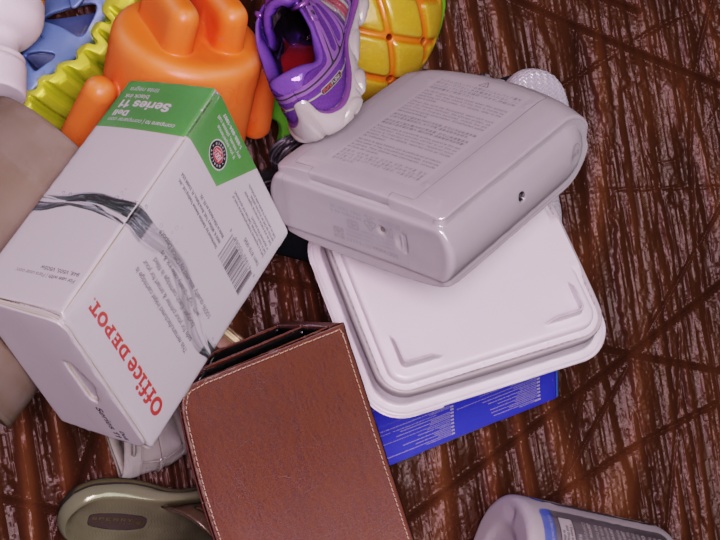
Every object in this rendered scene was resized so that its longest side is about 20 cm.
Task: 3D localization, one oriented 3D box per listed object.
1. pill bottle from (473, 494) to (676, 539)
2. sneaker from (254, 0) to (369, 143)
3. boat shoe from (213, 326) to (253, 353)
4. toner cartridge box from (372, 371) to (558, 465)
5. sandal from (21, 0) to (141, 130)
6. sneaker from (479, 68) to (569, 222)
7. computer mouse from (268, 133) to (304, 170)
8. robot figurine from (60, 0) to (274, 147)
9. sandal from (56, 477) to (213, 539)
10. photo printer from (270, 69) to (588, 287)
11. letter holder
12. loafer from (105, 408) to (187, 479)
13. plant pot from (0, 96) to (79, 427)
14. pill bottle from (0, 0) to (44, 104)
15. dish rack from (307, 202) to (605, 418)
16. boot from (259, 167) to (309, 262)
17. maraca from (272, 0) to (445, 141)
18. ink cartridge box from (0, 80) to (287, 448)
[{"bbox_3d":[0.202,0.263,1.245,0.199,0.114,0.114,15,82,-20],"label":"pill bottle"},{"bbox_3d":[-0.040,-0.190,1.076,0.083,0.080,0.201,49,25,-47],"label":"sneaker"},{"bbox_3d":[-0.088,0.113,1.159,0.068,0.072,0.200,-44,106,-20],"label":"boat shoe"},{"bbox_3d":[0.070,0.091,1.220,0.199,0.043,0.095,-19,123,-22],"label":"toner cartridge box"},{"bbox_3d":[-0.222,-0.172,1.128,0.087,0.080,0.200,36,80,22],"label":"sandal"},{"bbox_3d":[0.113,-0.070,1.232,0.075,0.114,0.201,5,97,-27],"label":"sneaker"},{"bbox_3d":[-0.004,-0.111,1.168,0.200,0.059,0.034,-14,62,-50],"label":"computer mouse"},{"bbox_3d":[-0.140,-0.123,1.101,0.116,0.200,0.144,25,37,11],"label":"robot figurine"},{"bbox_3d":[-0.131,0.203,1.130,0.200,0.057,0.080,2,121,-17],"label":"sandal"},{"bbox_3d":[0.058,-0.078,1.076,0.200,0.166,0.070,-39,135,-38],"label":"photo printer"},{"bbox_3d":[-0.062,0.155,1.074,0.142,0.100,0.201,-22,98,-25],"label":"letter holder"},{"bbox_3d":[-0.193,0.063,1.120,0.070,0.070,0.201,-27,98,-29],"label":"loafer"},{"bbox_3d":[-0.267,-0.021,1.023,0.200,0.200,0.174,42,74,-15],"label":"plant pot"},{"bbox_3d":[-0.284,-0.219,1.059,0.111,0.111,0.201,1,77,-22],"label":"pill bottle"},{"bbox_3d":[0.075,0.006,1.100,0.199,0.044,0.172,-16,66,-15],"label":"dish rack"},{"bbox_3d":[0.000,0.000,1.156,0.199,0.077,0.168,-1,49,-27],"label":"boot"},{"bbox_3d":[-0.013,-0.183,1.189,0.200,0.107,0.137,-49,121,-1],"label":"maraca"},{"bbox_3d":[-0.148,-0.005,0.985,0.200,0.083,0.147,-59,145,-31],"label":"ink cartridge box"}]
